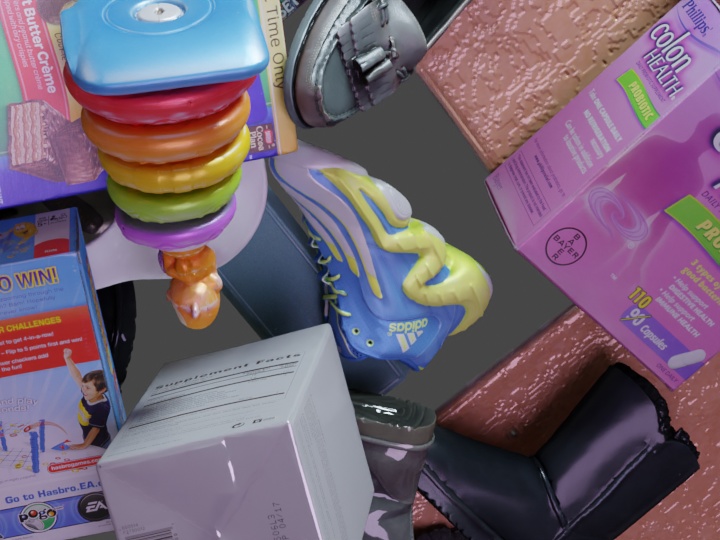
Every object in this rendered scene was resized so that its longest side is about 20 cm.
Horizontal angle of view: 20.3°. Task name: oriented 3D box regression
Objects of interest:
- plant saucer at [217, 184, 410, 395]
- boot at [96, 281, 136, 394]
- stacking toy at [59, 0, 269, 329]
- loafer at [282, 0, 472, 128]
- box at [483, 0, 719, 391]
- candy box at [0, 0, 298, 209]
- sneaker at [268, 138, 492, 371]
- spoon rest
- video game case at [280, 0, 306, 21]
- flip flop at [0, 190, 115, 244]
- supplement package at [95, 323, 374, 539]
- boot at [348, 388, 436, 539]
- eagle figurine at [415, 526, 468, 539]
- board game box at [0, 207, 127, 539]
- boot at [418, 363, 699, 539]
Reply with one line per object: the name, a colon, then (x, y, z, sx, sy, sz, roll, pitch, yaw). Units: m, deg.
plant saucer: (-0.042, 0.025, 1.365, 0.070, 0.019, 0.200, -37, 120, 1)
boot: (-0.247, 0.075, 1.285, 0.167, 0.077, 0.201, 13, 115, -27)
stacking toy: (-0.103, -0.054, 1.125, 0.109, 0.116, 0.202, -8, 122, -7)
loafer: (0.022, -0.155, 1.211, 0.200, 0.062, 0.072, -54, 140, -40)
box: (0.219, -0.052, 1.353, 0.200, 0.097, 0.176, -42, 120, 14)
candy box: (-0.146, -0.137, 1.171, 0.198, 0.077, 0.171, -12, 107, -13)
sneaker: (0.000, 0.000, 1.322, 0.199, 0.076, 0.106, 36, 83, -29)
spoon rest: (-0.139, -0.027, 1.249, 0.199, 0.060, 0.100, -25, 122, -26)
video game case: (-0.104, -0.219, 1.220, 0.200, 0.036, 0.182, -40, 118, 3)
flip flop: (-0.222, -0.058, 1.243, 0.199, 0.058, 0.081, 34, 100, -28)
supplement package: (-0.069, 0.127, 1.217, 0.119, 0.200, 0.122, -13, 102, 9)
boot: (-0.037, 0.178, 1.365, 0.180, 0.073, 0.202, 15, 111, 16)
eagle figurine: (0.032, 0.293, 1.456, 0.199, 0.151, 0.153, -28, 110, 8)
board game box: (-0.244, 0.077, 1.197, 0.198, 0.056, 0.198, -10, 120, -2)
boot: (0.130, 0.126, 1.429, 0.200, 0.076, 0.168, 43, 88, -20)
